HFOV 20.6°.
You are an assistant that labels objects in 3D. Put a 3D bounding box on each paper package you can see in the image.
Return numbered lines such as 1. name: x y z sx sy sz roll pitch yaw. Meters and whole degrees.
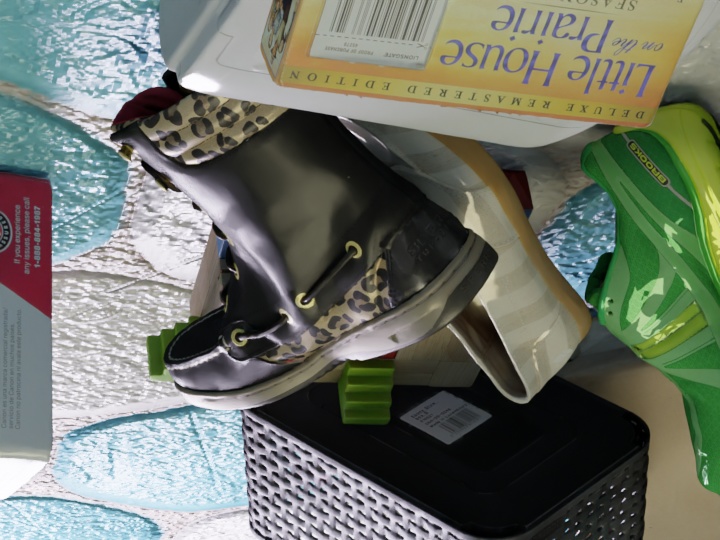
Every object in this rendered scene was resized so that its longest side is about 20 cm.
1. paper package: 0.217 0.118 1.129 0.191 0.200 0.103 -14 -165 20

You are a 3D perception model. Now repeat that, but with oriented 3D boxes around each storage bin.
1. storage bin: 0.044 0.112 1.069 0.135 0.200 0.094 -29 129 -37

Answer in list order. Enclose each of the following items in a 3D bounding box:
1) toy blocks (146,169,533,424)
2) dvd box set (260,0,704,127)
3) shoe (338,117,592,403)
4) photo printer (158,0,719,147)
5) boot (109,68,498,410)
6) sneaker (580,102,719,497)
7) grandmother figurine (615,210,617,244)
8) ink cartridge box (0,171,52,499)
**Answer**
1. toy blocks: 0.000 0.000 1.002 0.200 0.100 0.137 2 144 -15
2. dvd box set: 0.062 -0.141 0.634 0.146 0.029 0.200 4 127 -21
3. shoe: 0.041 -0.015 0.913 0.070 0.053 0.200 11 148 51
4. photo printer: 0.044 -0.116 0.749 0.200 0.069 0.166 8 151 -24
5. boot: -0.052 -0.020 0.881 0.200 0.073 0.151 -19 118 48
6. sneaker: 0.155 0.016 0.965 0.084 0.200 0.074 -9 -163 19
7. grandmother figurine: 0.230 -0.012 1.006 0.200 0.061 0.121 1 130 7
8. ink cartridge box: -0.251 0.023 0.926 0.200 0.145 0.083 8 156 -25
